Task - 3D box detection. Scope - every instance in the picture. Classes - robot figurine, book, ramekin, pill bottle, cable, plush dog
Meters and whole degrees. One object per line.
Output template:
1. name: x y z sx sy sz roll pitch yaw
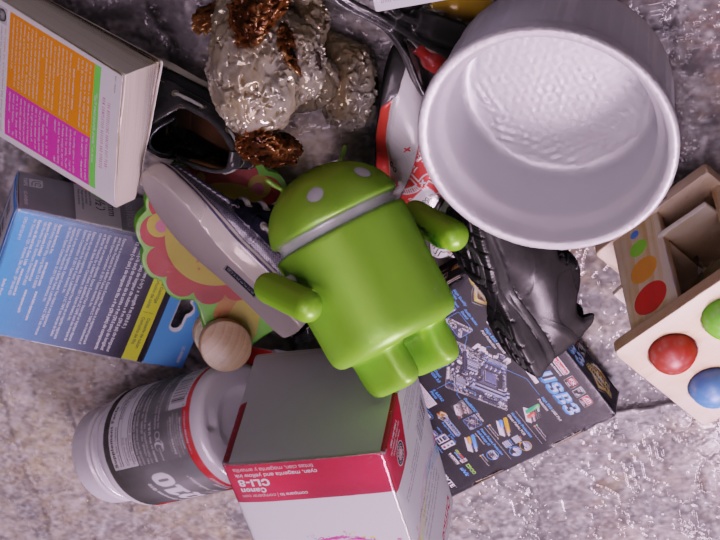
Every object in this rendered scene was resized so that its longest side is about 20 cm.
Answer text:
1. robot figurine: 0.000 0.000 1.404 0.200 0.175 0.116 63 154 3
2. book: -0.264 -0.155 1.467 0.200 0.048 0.134 31 127 25
3. ramekin: 0.151 -0.124 1.348 0.200 0.098 0.201 8 128 10
4. pill bottle: -0.172 0.158 1.617 0.200 0.114 0.114 -18 118 43
5. cable: 0.031 -0.198 1.385 0.200 0.050 0.097 17 106 -34
6. plush dog: -0.076 -0.181 1.391 0.160 0.172 0.200 -1 121 11

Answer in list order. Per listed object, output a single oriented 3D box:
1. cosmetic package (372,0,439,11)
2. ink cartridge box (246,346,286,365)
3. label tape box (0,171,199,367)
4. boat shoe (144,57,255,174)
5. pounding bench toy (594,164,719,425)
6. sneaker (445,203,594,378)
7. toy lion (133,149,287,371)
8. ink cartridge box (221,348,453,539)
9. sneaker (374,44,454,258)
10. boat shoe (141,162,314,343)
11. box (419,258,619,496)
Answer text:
1. cosmetic package: 0.065 -0.272 1.297 0.113 0.200 0.081 -7 119 15
2. ink cartridge box: -0.053 0.151 1.626 0.200 0.050 0.161 9 130 16
3. label tape box: -0.237 0.002 1.585 0.200 0.066 0.143 11 124 -22
4. boat shoe: -0.168 -0.132 1.473 0.200 0.068 0.072 22 128 25
5. pounding bench toy: 0.316 0.006 1.430 0.124 0.156 0.200 37 120 -28
6. sneaker: 0.137 -0.005 1.474 0.091 0.076 0.200 -35 127 -10
7. toy lion: -0.094 -0.020 1.533 0.200 0.069 0.192 -15 104 -8
8. ink cartridge box: -0.013 0.186 1.501 0.144 0.145 0.200 -7 126 15
9. sneaker: 0.066 -0.098 1.480 0.108 0.067 0.202 7 124 3
10. boat shoe: -0.090 -0.036 1.479 0.200 0.093 0.075 46 156 -7
11. box: 0.102 0.094 1.596 0.198 0.050 0.200 -31 110 25
